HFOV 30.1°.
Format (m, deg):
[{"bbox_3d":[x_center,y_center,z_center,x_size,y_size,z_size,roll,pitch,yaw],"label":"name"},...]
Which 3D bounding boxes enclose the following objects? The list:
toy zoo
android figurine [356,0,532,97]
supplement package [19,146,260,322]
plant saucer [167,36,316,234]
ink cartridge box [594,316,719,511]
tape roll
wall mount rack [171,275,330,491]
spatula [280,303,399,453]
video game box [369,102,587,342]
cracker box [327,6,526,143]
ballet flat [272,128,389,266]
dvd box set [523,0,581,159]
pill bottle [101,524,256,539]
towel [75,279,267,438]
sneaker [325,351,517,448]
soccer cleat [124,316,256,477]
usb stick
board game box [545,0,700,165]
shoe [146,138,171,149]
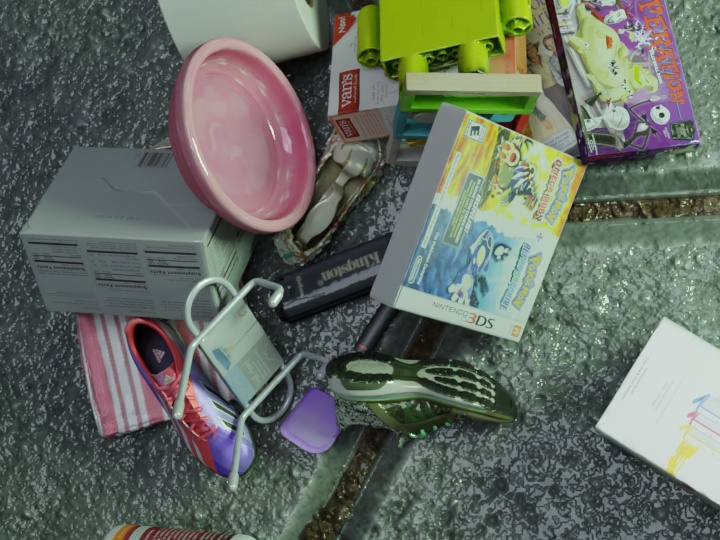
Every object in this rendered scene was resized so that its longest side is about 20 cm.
[{"bbox_3d":[0.097,-0.143,1.343,0.131,0.200,0.021,0,70,-5],"label":"toy zoo"},{"bbox_3d":[0.081,-0.260,1.344,0.181,0.041,0.201,-12,56,15],"label":"android figurine"},{"bbox_3d":[-0.225,-0.041,1.409,0.199,0.111,0.156,4,41,14],"label":"supplement package"},{"bbox_3d":[-0.123,-0.131,1.344,0.051,0.200,0.201,-16,76,34],"label":"plant saucer"},{"bbox_3d":[0.340,0.154,1.262,0.200,0.129,0.125,31,88,16],"label":"ink cartridge box"},{"bbox_3d":[-0.128,-0.314,1.423,0.139,0.203,0.204,-13,77,11],"label":"tape roll"},{"bbox_3d":[-0.120,0.110,1.337,0.074,0.200,0.174,18,58,45],"label":"wall mount rack"},{"bbox_3d":[-0.009,0.102,1.412,0.056,0.021,0.200,33,88,11],"label":"spatula"},{"bbox_3d":[0.119,-0.041,1.314,0.047,0.182,0.201,26,98,48],"label":"video game box"},{"bbox_3d":[0.069,-0.214,1.383,0.199,0.058,0.134,-8,59,18],"label":"cracker box"},{"bbox_3d":[-0.022,-0.090,1.422,0.075,0.064,0.200,30,87,-12],"label":"ballet flat"},{"bbox_3d":[0.204,-0.211,1.411,0.146,0.029,0.201,-28,75,8],"label":"dvd box set"},{"bbox_3d":[-0.164,0.322,1.363,0.199,0.113,0.113,2,80,15],"label":"pill bottle"},{"bbox_3d":[-0.207,0.090,1.462,0.199,0.030,0.147,-17,77,8],"label":"towel"},{"bbox_3d":[0.060,0.141,1.376,0.199,0.077,0.089,9,118,7],"label":"sneaker"},{"bbox_3d":[-0.183,0.132,1.396,0.068,0.073,0.200,-36,75,2],"label":"soccer cleat"},{"bbox_3d":[0.000,0.000,1.422,0.199,0.033,0.056,-21,77,10],"label":"usb stick"},{"bbox_3d":[0.265,-0.209,1.364,0.120,0.032,0.201,-7,72,-11],"label":"board game box"},{"bbox_3d":[-0.149,-0.107,1.466,0.199,0.053,0.070,8,83,13],"label":"shoe"}]
